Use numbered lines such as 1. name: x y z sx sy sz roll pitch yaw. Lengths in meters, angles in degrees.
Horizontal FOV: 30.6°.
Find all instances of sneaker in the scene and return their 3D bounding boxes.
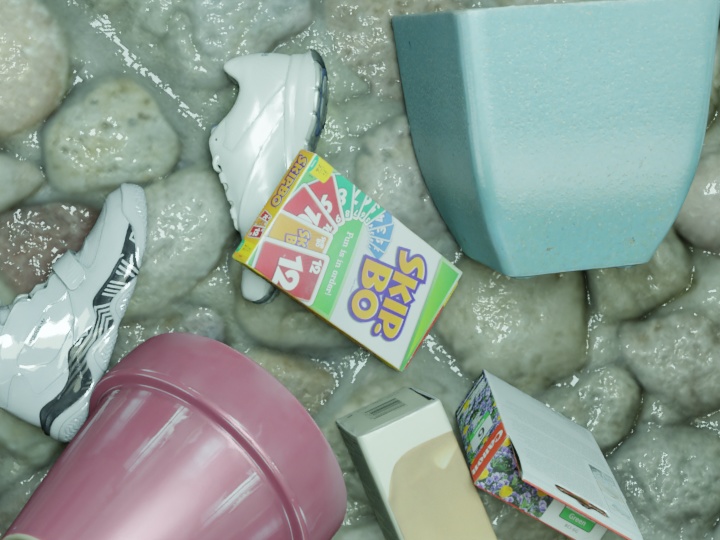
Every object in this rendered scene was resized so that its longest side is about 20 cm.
1. sneaker: -0.076 -0.074 1.023 0.087 0.075 0.200 6 86 5
2. sneaker: -0.233 0.019 0.976 0.115 0.075 0.200 19 90 -14

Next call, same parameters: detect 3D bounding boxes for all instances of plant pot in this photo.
1. plant pot: 0.146 -0.103 1.006 0.196 0.196 0.200 -7 101 -12
2. plant pot: -0.140 0.170 0.905 0.200 0.200 0.179 53 51 -8

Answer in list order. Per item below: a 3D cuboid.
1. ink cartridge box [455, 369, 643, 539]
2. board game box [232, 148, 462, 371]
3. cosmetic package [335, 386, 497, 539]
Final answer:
1. ink cartridge box: 0.137 0.153 0.992 0.109 0.200 0.050 30 104 -11
2. board game box: 0.000 0.000 1.010 0.200 0.030 0.096 37 82 -40
3. cosmetic package: 0.057 0.198 1.027 0.071 0.105 0.200 -24 97 -10
